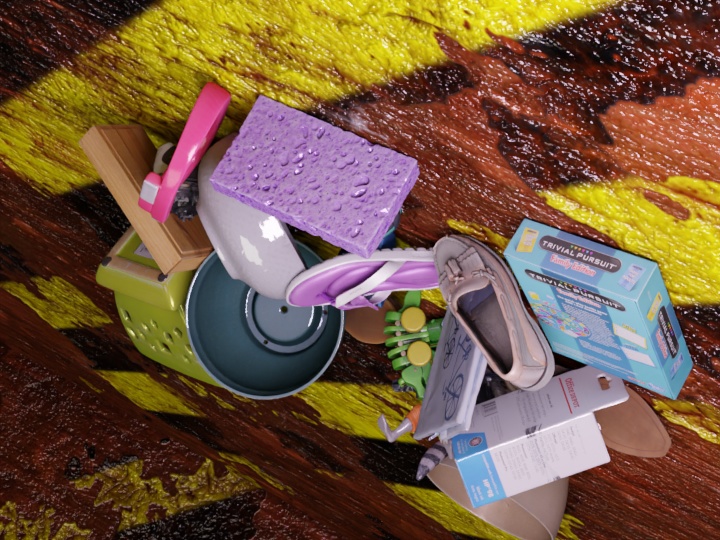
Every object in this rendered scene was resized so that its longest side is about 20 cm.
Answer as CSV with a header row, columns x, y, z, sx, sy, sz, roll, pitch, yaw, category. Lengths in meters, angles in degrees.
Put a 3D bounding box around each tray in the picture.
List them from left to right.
x,y,z,sx,sy,sz,roll,pitch,yaw,category
-0.255,-0.091,1.752,0.201,0.037,0.098,56,-154,11,tray

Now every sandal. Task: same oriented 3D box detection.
x,y,z,sx,sy,sz,roll,pitch,yaw,category
0.018,0.016,1.567,0.200,0.050,0.083,-11,147,-7,sandal

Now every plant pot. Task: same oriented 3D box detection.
x,y,z,sx,sy,sz,roll,pitch,yaw,category
-0.224,0.009,1.915,0.198,0.201,0.182,17,151,41,plant pot
-0.106,0.052,1.788,0.199,0.202,0.134,30,-173,8,plant pot
0.203,0.259,1.923,0.199,0.135,0.201,30,162,11,plant pot

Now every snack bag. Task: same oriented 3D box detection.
x,y,z,sx,sy,sz,roll,pitch,yaw,category
0.111,0.100,1.593,0.021,0.191,0.200,18,163,-9,snack bag

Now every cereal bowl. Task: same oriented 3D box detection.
x,y,z,sx,sy,sz,roll,pitch,yaw,category
-0.130,-0.052,1.618,0.202,0.083,0.200,63,179,2,cereal bowl

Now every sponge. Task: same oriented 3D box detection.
x,y,z,sx,sy,sz,roll,pitch,yaw,category
-0.049,-0.098,1.465,0.198,0.112,0.030,25,162,22,sponge

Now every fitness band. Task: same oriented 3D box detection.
x,y,z,sx,sy,sz,roll,pitch,yaw,category
-0.192,-0.130,1.571,0.037,0.145,0.200,32,162,-5,fitness band

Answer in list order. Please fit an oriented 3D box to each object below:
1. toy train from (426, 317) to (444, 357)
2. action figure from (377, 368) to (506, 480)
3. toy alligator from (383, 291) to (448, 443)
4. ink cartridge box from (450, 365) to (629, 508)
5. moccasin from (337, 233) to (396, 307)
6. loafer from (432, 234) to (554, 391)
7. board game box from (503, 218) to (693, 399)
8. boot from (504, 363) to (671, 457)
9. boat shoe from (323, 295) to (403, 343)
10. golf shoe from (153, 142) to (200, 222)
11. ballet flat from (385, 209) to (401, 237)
x,y,z,sx,sy,sz,roll,pitch,yaw,category
0.121,0.077,1.752,0.056,0.042,0.200,46,160,-10,toy train
0.109,0.187,1.837,0.199,0.192,0.106,-6,100,44,action figure
0.062,0.114,1.718,0.054,0.202,0.059,-10,167,2,toy alligator
0.202,0.177,1.568,0.116,0.198,0.067,-91,-21,-70,ink cartridge box
0.000,0.000,1.680,0.067,0.081,0.200,19,159,6,moccasin
0.128,0.036,1.471,0.063,0.072,0.201,10,-141,-49,loafer
0.243,0.040,1.434,0.150,0.047,0.200,21,158,34,board game box
0.262,0.161,1.702,0.199,0.071,0.146,35,168,-3,boot
-0.001,0.047,1.850,0.070,0.071,0.199,-2,-167,-41,boat shoe
-0.173,-0.101,1.752,0.077,0.096,0.199,-26,152,31,golf shoe
-0.049,-0.077,1.592,0.199,0.073,0.073,24,160,27,ballet flat
